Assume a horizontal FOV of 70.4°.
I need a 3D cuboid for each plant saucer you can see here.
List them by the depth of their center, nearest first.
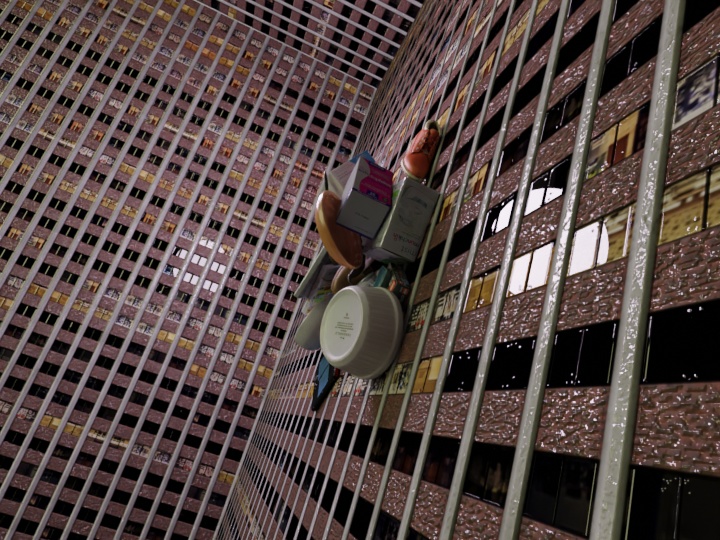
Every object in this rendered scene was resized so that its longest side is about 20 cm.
[{"bbox_3d":[0.024,0.088,1.186,0.070,0.019,0.202,-130,61,-78],"label":"plant saucer"},{"bbox_3d":[-0.055,-0.094,1.238,0.037,0.201,0.201,-21,31,19],"label":"plant saucer"}]

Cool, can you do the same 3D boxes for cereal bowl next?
[{"bbox_3d":[-0.112,0.179,1.623,0.200,0.083,0.200,-44,-17,-18],"label":"cereal bowl"}]

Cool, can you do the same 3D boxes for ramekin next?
[{"bbox_3d":[-0.006,0.125,1.088,0.202,0.094,0.204,-31,50,45],"label":"ramekin"}]

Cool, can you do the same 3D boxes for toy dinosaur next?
[{"bbox_3d":[-0.012,-0.042,1.369,0.102,0.076,0.201,58,-167,-61],"label":"toy dinosaur"}]

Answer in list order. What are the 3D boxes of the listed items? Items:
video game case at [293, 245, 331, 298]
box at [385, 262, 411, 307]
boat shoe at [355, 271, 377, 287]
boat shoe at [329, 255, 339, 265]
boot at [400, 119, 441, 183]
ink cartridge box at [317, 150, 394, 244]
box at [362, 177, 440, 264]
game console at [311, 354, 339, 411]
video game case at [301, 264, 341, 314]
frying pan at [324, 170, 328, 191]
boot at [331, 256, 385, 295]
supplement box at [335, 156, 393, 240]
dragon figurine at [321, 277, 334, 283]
[{"bbox_3d":[-0.118,-0.002,1.602,0.201,0.022,0.182,-58,-15,8],"label":"video game case"},{"bbox_3d":[0.051,0.095,1.191,0.137,0.037,0.201,-99,32,-70],"label":"box"},{"bbox_3d":[0.006,0.072,1.387,0.074,0.065,0.202,-38,-7,-35],"label":"boat shoe"},{"bbox_3d":[-0.009,-0.077,1.530,0.072,0.200,0.061,31,137,48],"label":"boat shoe"},{"bbox_3d":[0.166,-0.321,1.356,0.107,0.075,0.201,-50,19,46],"label":"boot"},{"bbox_3d":[0.006,-0.199,1.454,0.146,0.200,0.146,-37,-5,-28],"label":"ink cartridge box"},{"bbox_3d":[0.090,-0.113,1.247,0.200,0.096,0.178,170,121,-77],"label":"box"},{"bbox_3d":[-0.104,0.310,1.569,0.178,0.031,0.201,-81,16,-51],"label":"game console"},{"bbox_3d":[-0.084,0.053,1.649,0.199,0.023,0.183,-9,-48,-52],"label":"video game case"},{"bbox_3d":[-0.081,-0.161,1.395,0.115,0.031,0.192,101,166,-67],"label":"frying pan"},{"bbox_3d":[0.000,0.000,1.418,0.200,0.074,0.075,-42,21,-3],"label":"boot"},{"bbox_3d":[0.013,-0.181,1.250,0.201,0.100,0.104,-82,18,-57],"label":"supplement box"},{"bbox_3d":[-0.032,-0.012,1.554,0.059,0.198,0.100,88,162,-50],"label":"dragon figurine"}]
